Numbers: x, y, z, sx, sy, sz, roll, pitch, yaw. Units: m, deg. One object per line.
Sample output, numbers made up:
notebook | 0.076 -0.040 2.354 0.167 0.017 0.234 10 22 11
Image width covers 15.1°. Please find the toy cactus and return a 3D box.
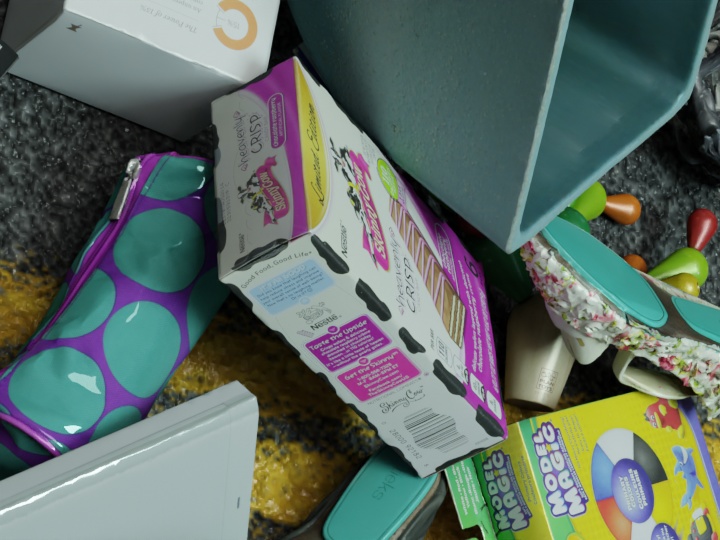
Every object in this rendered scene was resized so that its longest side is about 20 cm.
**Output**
toy cactus | 0.124 0.001 1.604 0.199 0.102 0.166 21 75 -34

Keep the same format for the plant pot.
plant pot | 0.072 -0.172 1.496 0.199 0.197 0.196 32 46 21

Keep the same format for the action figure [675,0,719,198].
action figure | 0.239 -0.126 1.689 0.119 0.101 0.201 35 41 -69

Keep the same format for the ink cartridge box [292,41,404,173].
ink cartridge box | 0.042 -0.137 1.616 0.200 0.039 0.100 -39 98 -35

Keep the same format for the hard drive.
hard drive | -0.141 0.145 1.378 0.199 0.133 0.026 -23 45 -35

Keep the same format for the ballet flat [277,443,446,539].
ballet flat | -0.020 0.170 1.466 0.068 0.069 0.200 33 47 24

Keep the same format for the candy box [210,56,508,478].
candy box | 0.000 0.000 1.459 0.200 0.061 0.137 45 27 -39

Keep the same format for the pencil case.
pencil case | -0.134 0.029 1.431 0.093 0.085 0.201 49 55 -29

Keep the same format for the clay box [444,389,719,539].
clay box | 0.134 0.135 1.558 0.199 0.047 0.116 -10 81 -50

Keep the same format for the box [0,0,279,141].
box | -0.111 -0.194 1.503 0.124 0.097 0.201 21 65 -25

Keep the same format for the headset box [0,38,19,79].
headset box | -0.294 -0.082 1.371 0.149 0.075 0.200 43 58 -14

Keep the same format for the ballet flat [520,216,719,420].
ballet flat | 0.157 0.035 1.556 0.199 0.064 0.076 28 26 -28
